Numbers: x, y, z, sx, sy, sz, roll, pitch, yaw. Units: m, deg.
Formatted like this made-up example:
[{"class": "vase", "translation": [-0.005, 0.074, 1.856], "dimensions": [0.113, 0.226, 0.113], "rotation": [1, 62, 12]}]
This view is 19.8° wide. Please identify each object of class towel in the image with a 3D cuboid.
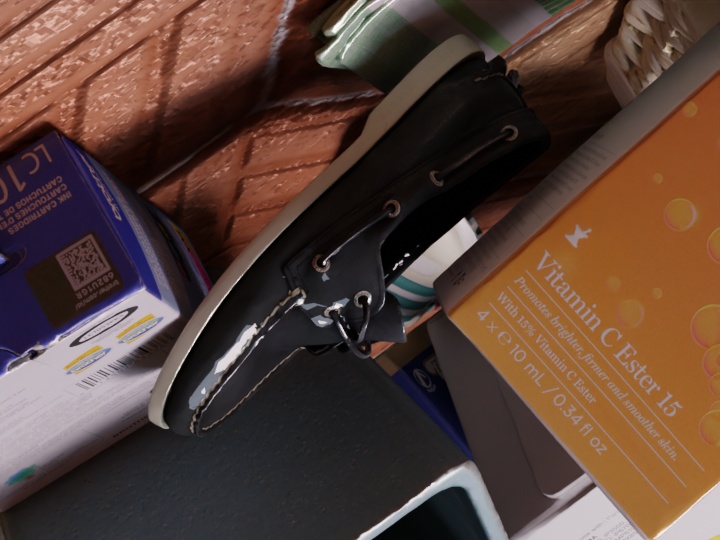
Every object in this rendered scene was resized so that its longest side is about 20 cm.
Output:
[{"class": "towel", "translation": [0.083, -0.132, 0.828], "dimensions": [0.200, 0.023, 0.153], "rotation": [-34, 165, 13]}]

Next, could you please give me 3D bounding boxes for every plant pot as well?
[{"class": "plant pot", "translation": [-0.060, 0.118, 0.968], "dimensions": [0.196, 0.200, 0.196], "rotation": [-35, 145, -6]}]

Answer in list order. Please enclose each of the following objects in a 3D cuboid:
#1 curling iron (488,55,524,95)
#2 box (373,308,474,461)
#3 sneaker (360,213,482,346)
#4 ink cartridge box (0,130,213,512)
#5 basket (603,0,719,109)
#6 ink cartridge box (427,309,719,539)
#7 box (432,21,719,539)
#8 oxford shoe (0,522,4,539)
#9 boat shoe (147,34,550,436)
[{"class": "curling iron", "translation": [0.044, -0.049, 1.005], "dimensions": [0.200, 0.026, 0.050], "rotation": [117, -2, -70]}, {"class": "box", "translation": [0.089, 0.109, 1.070], "dimensions": [0.032, 0.200, 0.121], "rotation": [-41, 176, 27]}, {"class": "sneaker", "translation": [0.000, 0.000, 1.001], "dimensions": [0.093, 0.070, 0.200], "rotation": [-34, 169, -11]}, {"class": "ink cartridge box", "translation": [-0.137, 0.024, 0.811], "dimensions": [0.136, 0.076, 0.200], "rotation": [-32, 167, 3]}, {"class": "basket", "translation": [0.231, -0.113, 0.955], "dimensions": [0.200, 0.136, 0.123], "rotation": [-29, 163, -8]}, {"class": "ink cartridge box", "translation": [0.161, 0.069, 1.028], "dimensions": [0.145, 0.146, 0.200], "rotation": [-42, 135, 24]}, {"class": "box", "translation": [0.144, -0.010, 0.827], "dimensions": [0.200, 0.124, 0.097], "rotation": [-42, -174, 4]}, {"class": "oxford shoe", "translation": [-0.188, 0.111, 1.052], "dimensions": [0.200, 0.070, 0.075], "rotation": [-12, 134, -56]}, {"class": "boat shoe", "translation": [0.000, -0.001, 0.818], "dimensions": [0.199, 0.066, 0.075], "rotation": [-47, 167, -15]}]
